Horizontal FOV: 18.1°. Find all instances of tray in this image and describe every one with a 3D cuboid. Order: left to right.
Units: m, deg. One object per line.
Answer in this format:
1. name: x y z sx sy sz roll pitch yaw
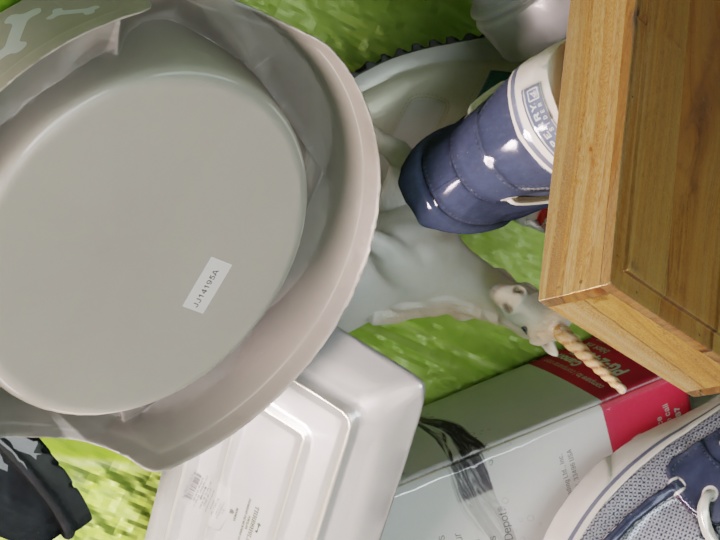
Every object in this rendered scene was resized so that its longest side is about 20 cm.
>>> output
1. tray: -0.044 0.101 0.955 0.022 0.107 0.200 -33 148 -48
2. tray: 0.121 -0.063 0.869 0.099 0.037 0.200 31 56 -40

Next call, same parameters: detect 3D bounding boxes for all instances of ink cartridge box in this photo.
1. ink cartridge box: 0.061 0.134 1.053 0.200 0.083 0.145 -20 110 -17

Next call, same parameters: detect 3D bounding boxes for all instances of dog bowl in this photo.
1. dog bowl: -0.090 -0.018 0.837 0.200 0.059 0.200 -20 130 -27

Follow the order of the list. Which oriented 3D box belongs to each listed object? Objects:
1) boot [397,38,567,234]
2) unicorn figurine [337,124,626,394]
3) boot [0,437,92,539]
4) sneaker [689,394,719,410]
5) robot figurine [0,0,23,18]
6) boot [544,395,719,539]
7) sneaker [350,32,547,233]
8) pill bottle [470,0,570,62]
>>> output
1. boot: 0.101 -0.068 0.952 0.200 0.090 0.073 -16 80 -49
2. unicorn figurine: 0.000 0.000 0.967 0.137 0.200 0.074 45 46 -36
3. boot: -0.231 0.084 0.919 0.168 0.076 0.200 -45 109 -11
4. sneaker: 0.177 0.074 1.096 0.080 0.070 0.200 -35 115 -8
5. robot figurine: -0.148 -0.079 0.876 0.175 0.116 0.200 -21 134 9
6. boot: 0.172 0.098 0.989 0.200 0.090 0.073 -38 114 -14
7. sneaker: 0.065 -0.052 0.996 0.200 0.070 0.093 -15 72 -22
8. pill bottle: 0.031 -0.187 0.925 0.112 0.112 0.200 -43 105 -7
